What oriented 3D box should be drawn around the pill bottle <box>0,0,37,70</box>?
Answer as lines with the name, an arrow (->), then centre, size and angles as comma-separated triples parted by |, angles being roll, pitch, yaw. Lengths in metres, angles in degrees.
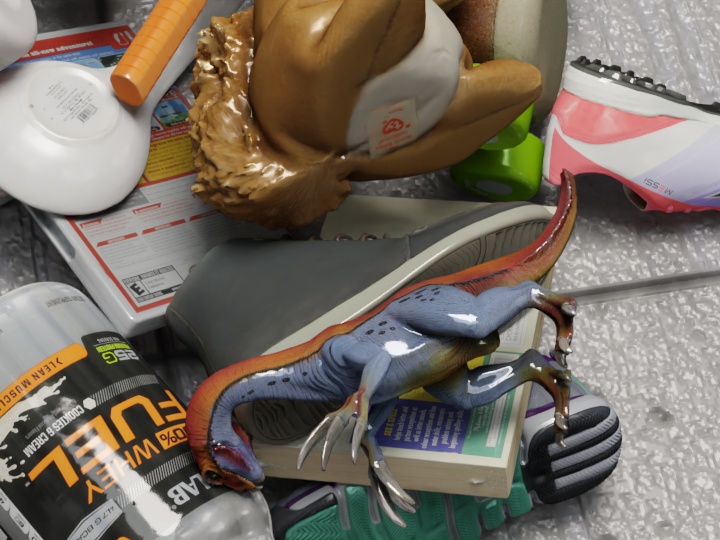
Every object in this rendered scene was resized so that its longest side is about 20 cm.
pill bottle -> -0.279, -0.113, 1.035 | 0.200, 0.112, 0.112 | -31, 67, 9

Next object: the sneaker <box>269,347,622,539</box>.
sneaker -> 0.036, 0.103, 1.059 | 0.200, 0.075, 0.088 | -17, 35, -11

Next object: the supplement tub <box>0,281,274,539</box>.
supplement tub -> -0.129, 0.113, 0.989 | 0.122, 0.123, 0.200 | -37, 72, -23

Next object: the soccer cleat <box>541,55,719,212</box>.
soccer cleat -> 0.195, -0.062, 1.148 | 0.200, 0.068, 0.073 | 16, 103, -25

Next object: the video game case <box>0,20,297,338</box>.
video game case -> -0.132, -0.057, 1.105 | 0.143, 0.017, 0.200 | -18, 62, -46

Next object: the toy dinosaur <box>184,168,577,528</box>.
toy dinosaur -> 0.011, 0.049, 0.951 | 0.181, 0.105, 0.200 | 3, 45, 5

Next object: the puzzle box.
puzzle box -> 0.029, 0.035, 1.055 | 0.133, 0.025, 0.200 | 5, 43, 12

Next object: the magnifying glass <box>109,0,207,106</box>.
magnifying glass -> -0.082, -0.172, 1.094 | 0.022, 0.080, 0.200 | 16, 58, 24

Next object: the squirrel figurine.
squirrel figurine -> -0.032, -0.127, 1.034 | 0.200, 0.141, 0.187 | -44, 52, 20

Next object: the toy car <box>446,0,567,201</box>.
toy car -> 0.018, -0.148, 1.143 | 0.199, 0.158, 0.165 | 9, 73, 13

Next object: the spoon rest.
spoon rest -> -0.138, -0.099, 1.097 | 0.099, 0.061, 0.200 | 38, 51, 5

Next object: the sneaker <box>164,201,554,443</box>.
sneaker -> 0.000, 0.000, 1.023 | 0.200, 0.075, 0.106 | -27, 45, -19

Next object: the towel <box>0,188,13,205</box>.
towel -> -0.288, -0.093, 1.134 | 0.200, 0.032, 0.191 | -27, 69, -19
